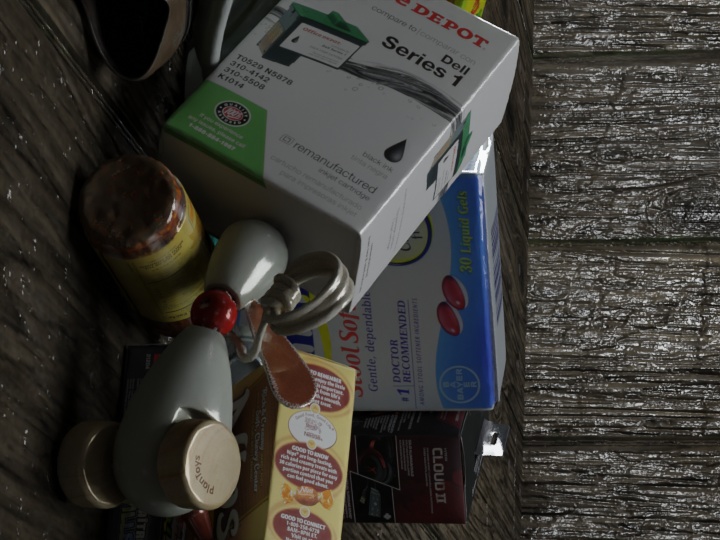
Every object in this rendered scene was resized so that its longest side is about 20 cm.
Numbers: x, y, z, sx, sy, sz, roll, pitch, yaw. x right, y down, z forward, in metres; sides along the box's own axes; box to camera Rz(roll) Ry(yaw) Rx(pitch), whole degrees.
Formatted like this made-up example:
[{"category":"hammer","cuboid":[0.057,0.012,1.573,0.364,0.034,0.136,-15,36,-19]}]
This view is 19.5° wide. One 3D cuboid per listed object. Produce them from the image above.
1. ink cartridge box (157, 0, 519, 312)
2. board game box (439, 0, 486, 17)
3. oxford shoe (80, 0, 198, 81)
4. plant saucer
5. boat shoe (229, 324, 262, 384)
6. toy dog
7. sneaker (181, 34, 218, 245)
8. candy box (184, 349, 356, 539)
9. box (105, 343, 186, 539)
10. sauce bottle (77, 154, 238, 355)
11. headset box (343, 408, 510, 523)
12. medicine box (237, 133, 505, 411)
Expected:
[{"category":"ink cartridge box","cuboid":[-0.012,-0.093,1.302,0.200,0.146,0.085,-52,163,-34]},{"category":"board game box","cuboid":[0.029,-0.185,1.381,0.048,0.101,0.200,-49,165,-34]},{"category":"oxford shoe","cuboid":[-0.131,-0.196,1.184,0.085,0.072,0.201,-74,160,-51]},{"category":"plant saucer","cuboid":[-0.060,-0.205,1.322,0.201,0.050,0.200,-58,170,-17]},{"category":"boat shoe","cuboid":[-0.075,0.141,1.452,0.072,0.070,0.202,-78,167,-69]},{"category":"toy dog","cuboid":[-0.081,0.074,1.198,0.200,0.132,0.097,-48,132,-18]},{"category":"sneaker","cuboid":[-0.060,-0.095,1.409,0.084,0.120,0.201,72,20,-56]},{"category":"candy box","cuboid":[-0.059,0.160,1.241,0.115,0.055,0.201,-36,-139,51]},{"category":"box","cuboid":[-0.123,0.157,1.294,0.110,0.034,0.201,65,26,-64]},{"category":"sauce bottle","cuboid":[-0.116,0.000,1.273,0.200,0.066,0.066,70,22,-65]},{"category":"headset box","cuboid":[0.010,0.122,1.555,0.149,0.199,0.076,-66,153,-66]},{"category":"medicine box","cuboid":[0.000,0.000,1.510,0.103,0.199,0.183,-70,157,-66]}]
